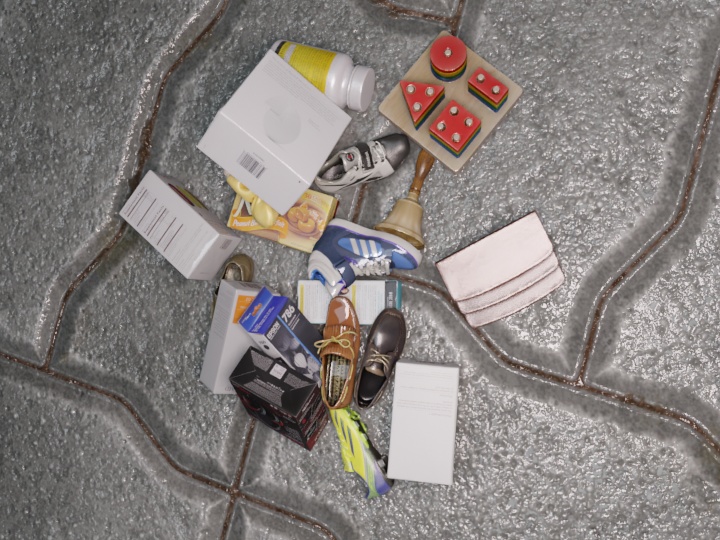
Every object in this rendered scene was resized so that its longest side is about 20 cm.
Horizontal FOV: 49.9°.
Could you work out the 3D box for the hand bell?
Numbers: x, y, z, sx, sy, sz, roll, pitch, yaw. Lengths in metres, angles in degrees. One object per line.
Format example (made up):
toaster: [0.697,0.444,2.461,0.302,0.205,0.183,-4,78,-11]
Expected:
hand bell: [0.104,-0.153,1.448,0.102,0.104,0.203,18,79,14]

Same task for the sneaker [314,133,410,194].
sneaker: [0.001,-0.204,1.466,0.197,0.088,0.075,-26,79,9]

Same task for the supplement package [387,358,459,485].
supplement package: [0.115,0.267,1.386,0.114,0.117,0.205,5,87,7]

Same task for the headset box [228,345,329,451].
headset box: [-0.142,0.240,1.408,0.147,0.201,0.076,26,64,19]

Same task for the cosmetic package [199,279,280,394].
cosmetic package: [-0.229,0.127,1.468,0.071,0.100,0.204,25,105,51]

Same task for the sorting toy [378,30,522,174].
sorting toy: [0.164,-0.322,1.426,0.198,0.070,0.201,40,87,13]

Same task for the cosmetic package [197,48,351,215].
cosmetic package: [-0.153,-0.251,1.405,0.198,0.123,0.202,38,52,-12]

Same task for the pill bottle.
pill bottle: [-0.077,-0.368,1.482,0.196,0.111,0.114,16,90,15]

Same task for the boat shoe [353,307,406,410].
boat shoe: [0.037,0.168,1.413,0.073,0.073,0.204,15,109,0]

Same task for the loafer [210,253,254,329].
loafer: [-0.261,0.066,1.521,0.074,0.067,0.204,7,88,14]

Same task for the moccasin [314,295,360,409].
moccasin: [-0.044,0.149,1.408,0.072,0.078,0.206,8,87,13]

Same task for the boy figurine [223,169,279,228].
boy figurine: [-0.192,-0.178,1.467,0.122,0.064,0.203,-18,80,-19]

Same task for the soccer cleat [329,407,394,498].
soccer cleat: [-0.013,0.332,1.445,0.083,0.065,0.202,-36,79,11]

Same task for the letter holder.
letter holder: [0.255,0.007,1.383,0.197,0.100,0.144,-27,82,10]

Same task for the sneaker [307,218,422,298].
sneaker: [0.000,0.000,1.423,0.197,0.081,0.148,21,66,11]

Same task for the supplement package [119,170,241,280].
supplement package: [-0.355,-0.088,1.531,0.199,0.114,0.110,41,97,12]

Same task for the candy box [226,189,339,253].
candy box: [-0.151,-0.111,1.511,0.197,0.055,0.118,18,89,15]

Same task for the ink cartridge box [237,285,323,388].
ink cartridge box: [-0.129,0.128,1.425,0.039,0.100,0.200,-19,119,45]

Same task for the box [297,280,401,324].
box: [-0.021,0.061,1.472,0.196,0.049,0.084,1,87,14]
